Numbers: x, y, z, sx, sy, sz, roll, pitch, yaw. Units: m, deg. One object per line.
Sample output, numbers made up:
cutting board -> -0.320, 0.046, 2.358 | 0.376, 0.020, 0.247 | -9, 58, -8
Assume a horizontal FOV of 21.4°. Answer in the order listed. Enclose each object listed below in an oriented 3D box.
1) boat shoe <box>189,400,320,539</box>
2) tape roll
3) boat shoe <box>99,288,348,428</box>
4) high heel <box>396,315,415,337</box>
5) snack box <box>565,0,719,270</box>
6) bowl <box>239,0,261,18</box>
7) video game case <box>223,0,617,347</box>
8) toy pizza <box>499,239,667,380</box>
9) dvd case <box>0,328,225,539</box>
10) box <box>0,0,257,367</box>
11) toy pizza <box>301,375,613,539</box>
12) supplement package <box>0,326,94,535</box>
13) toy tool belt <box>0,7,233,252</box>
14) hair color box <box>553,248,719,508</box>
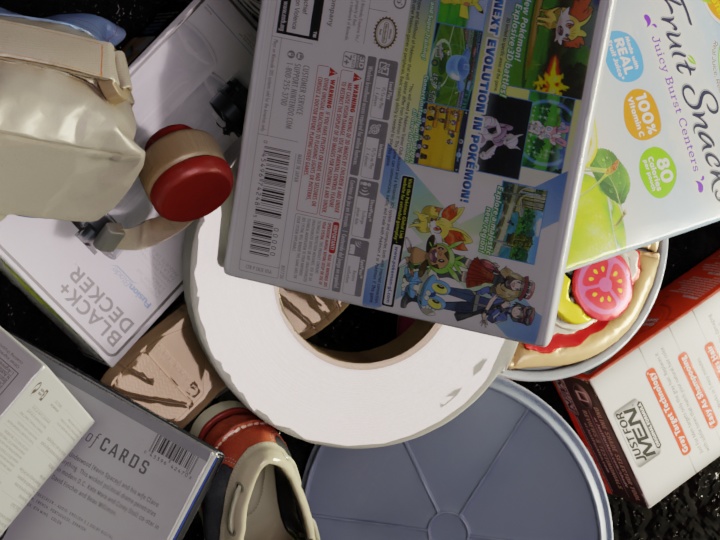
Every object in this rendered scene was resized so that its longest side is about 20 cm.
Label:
boat shoe -> -0.053, 0.169, 1.119 | 0.071, 0.062, 0.201 | -27, 128, -24
tape roll -> 0.000, 0.000, 1.077 | 0.201, 0.037, 0.205 | -2, 98, -12
boat shoe -> -0.076, 0.029, 1.121 | 0.200, 0.065, 0.072 | -41, 99, -12
high heel -> 0.082, 0.097, 1.179 | 0.067, 0.096, 0.202 | -20, 103, -20
snack box -> 0.149, -0.087, 1.076 | 0.199, 0.053, 0.144 | -17, 90, -32
bowl -> 0.002, -0.188, 1.094 | 0.200, 0.201, 0.095 | -30, 145, -17
video game case -> 0.029, -0.075, 0.991 | 0.181, 0.022, 0.202 | 13, 106, 11
toy pizza -> 0.105, -0.034, 1.178 | 0.198, 0.032, 0.202 | 4, 78, -19
dvd case -> -0.184, 0.155, 1.059 | 0.149, 0.025, 0.201 | 28, 88, 14
box -> -0.120, -0.057, 1.095 | 0.200, 0.060, 0.117 | -46, 110, -12
toy pizza -> 0.058, 0.155, 1.159 | 0.198, 0.032, 0.202 | 3, 99, 19
supplement package -> -0.265, 0.095, 0.971 | 0.150, 0.152, 0.200 | 38, 79, 11
toy tool belt -> -0.165, -0.091, 0.983 | 0.199, 0.124, 0.125 | 4, 138, -41
hair color box -> 0.231, 0.057, 1.259 | 0.199, 0.061, 0.102 | -32, 107, -18
